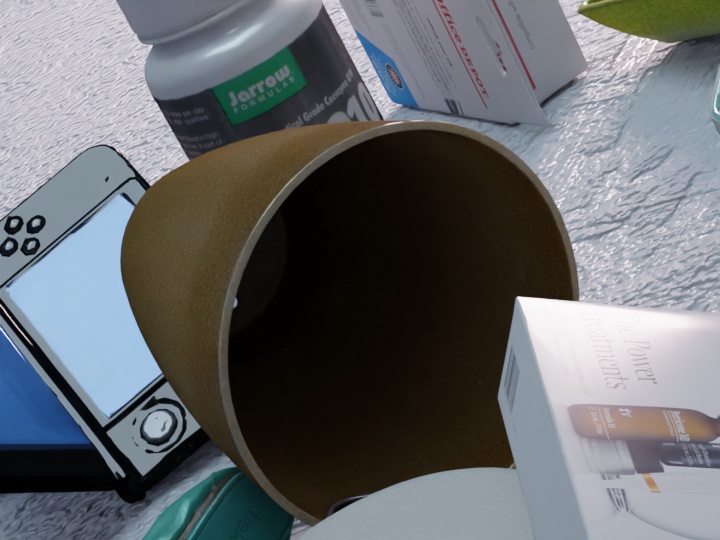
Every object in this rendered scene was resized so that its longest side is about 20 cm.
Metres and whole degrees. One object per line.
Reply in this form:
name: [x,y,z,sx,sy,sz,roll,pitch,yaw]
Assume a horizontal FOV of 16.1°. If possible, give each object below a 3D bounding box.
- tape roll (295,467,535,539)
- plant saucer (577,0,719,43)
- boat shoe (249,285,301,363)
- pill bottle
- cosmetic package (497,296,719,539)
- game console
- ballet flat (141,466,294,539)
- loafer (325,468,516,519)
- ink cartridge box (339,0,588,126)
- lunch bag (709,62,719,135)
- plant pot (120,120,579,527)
tape roll: [0.024,0.162,0.946,0.202,0.037,0.203,-19,39,16]
plant saucer: [0.249,-0.194,1.469,0.199,0.048,0.200,-37,13,-18]
boat shoe: [0.000,0.000,1.349,0.066,0.074,0.200,-13,31,30]
pill bottle: [-0.055,-0.098,1.462,0.113,0.201,0.113,-25,22,11]
cosmetic package: [0.138,0.077,0.931,0.150,0.052,0.200,6,24,-8]
game console: [-0.168,0.019,1.340,0.176,0.116,0.200,-40,56,-4]
ballet flat: [-0.098,0.168,1.134,0.070,0.067,0.200,-42,5,48]
loafer: [0.074,0.105,1.035,0.199,0.063,0.072,-18,24,28]
ink cartridge box: [0.065,-0.159,1.564,0.067,0.116,0.200,-35,23,-18]
lunch bag: [0.256,-0.110,1.266,0.160,0.077,0.200,-19,23,28]
plant pot: [-0.028,0.009,1.190,0.186,0.187,0.200,-37,26,-19]
